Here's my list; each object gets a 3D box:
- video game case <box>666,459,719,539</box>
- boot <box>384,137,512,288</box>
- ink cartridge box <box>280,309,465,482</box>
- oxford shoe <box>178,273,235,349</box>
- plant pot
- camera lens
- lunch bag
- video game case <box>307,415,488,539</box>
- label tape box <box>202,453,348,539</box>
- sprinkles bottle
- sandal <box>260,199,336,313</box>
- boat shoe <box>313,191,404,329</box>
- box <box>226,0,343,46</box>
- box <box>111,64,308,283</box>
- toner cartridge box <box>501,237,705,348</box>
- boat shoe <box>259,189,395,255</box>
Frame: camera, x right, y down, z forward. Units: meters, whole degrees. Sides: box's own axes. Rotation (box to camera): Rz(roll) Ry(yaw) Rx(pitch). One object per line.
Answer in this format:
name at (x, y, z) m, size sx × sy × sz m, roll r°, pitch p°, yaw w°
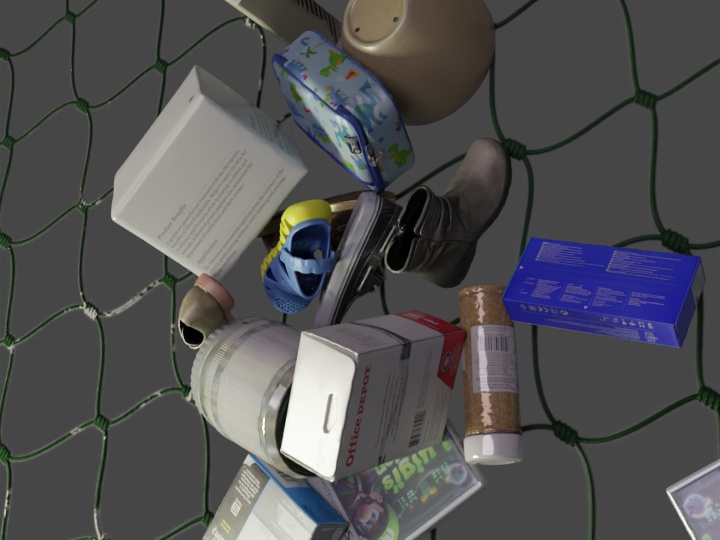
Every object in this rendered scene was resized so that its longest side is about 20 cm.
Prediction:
video game case at (0.427, 0.246, 1.055) m, size 0.200 × 0.023 × 0.182 m, roll -36°, pitch 61°, yaw 20°
boot at (0.106, -0.077, 1.291) m, size 0.068 × 0.131 × 0.200 m, roll 21°, pitch 89°, yaw 34°
ink cartridge box at (0.016, 0.132, 1.203) m, size 0.083 × 0.200 × 0.147 m, roll 22°, pitch 107°, yaw 36°
oxford shoe at (-0.205, 0.069, 1.414) m, size 0.071 × 0.200 × 0.074 m, roll 36°, pitch 71°, yaw 14°
plant pot at (0.053, -0.300, 1.385) m, size 0.200 × 0.134 × 0.201 m, roll -9°, pitch 73°, yaw 30°
camera lens at (-0.094, 0.150, 1.324) m, size 0.200 × 0.160 × 0.160 m, roll 18°, pitch 87°, yaw 48°
lunch bag at (-0.021, -0.198, 1.389) m, size 0.082 × 0.161 × 0.200 m, roll -39°, pitch 56°, yaw -10°
video game case at (0.033, 0.241, 1.317) m, size 0.200 × 0.023 × 0.182 m, roll -41°, pitch 59°, yaw 17°
label tape box at (-0.122, 0.349, 1.350) m, size 0.143 × 0.066 × 0.200 m, roll 38°, pitch 103°, yaw 36°
sprinkles bottle at (0.149, 0.119, 1.249) m, size 0.068 × 0.068 × 0.201 m, roll -11°, pitch 71°, yaw 30°
sandal at (-0.076, 0.002, 1.367) m, size 0.079 × 0.200 × 0.087 m, roll -8°, pitch 59°, yaw -16°
boat shoe at (0.000, 0.000, 1.372) m, size 0.072 × 0.071 × 0.200 m, roll -91°, pitch 23°, yaw -63°
box at (-0.111, -0.355, 1.463) m, size 0.082 × 0.200 × 0.068 m, roll 38°, pitch 98°, yaw 33°
box at (-0.203, -0.128, 1.435) m, size 0.199 × 0.171 × 0.200 m, roll -51°, pitch 22°, yaw 11°
toner cartridge box at (0.265, 0.021, 1.195) m, size 0.200 × 0.043 × 0.095 m, roll 9°, pitch 54°, yaw 34°
boat shoe at (-0.041, -0.055, 1.428) m, size 0.200 × 0.072 × 0.072 m, roll -13°, pitch 101°, yaw 21°
